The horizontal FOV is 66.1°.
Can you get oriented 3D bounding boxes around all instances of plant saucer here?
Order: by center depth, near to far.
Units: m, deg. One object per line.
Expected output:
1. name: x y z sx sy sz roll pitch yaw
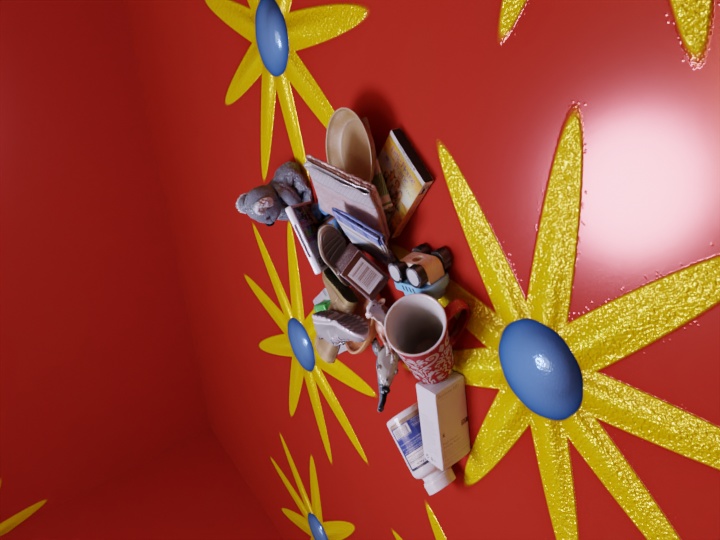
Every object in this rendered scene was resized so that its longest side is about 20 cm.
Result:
1. plant saucer: -0.017 -0.264 1.255 0.199 0.034 0.207 33 131 49
2. plant saucer: 0.006 0.118 1.456 0.199 0.036 0.208 -168 89 -68

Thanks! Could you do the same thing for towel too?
1. towel: -0.030 -0.158 1.246 0.196 0.033 0.193 29 161 26
2. towel: 0.014 -0.073 1.280 0.144 0.024 0.200 32 172 22
3. towel: 0.009 -0.227 1.287 0.151 0.023 0.208 -20 85 62

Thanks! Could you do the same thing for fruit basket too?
1. fruit basket: -0.083 0.156 1.669 0.191 0.091 0.200 66 164 7

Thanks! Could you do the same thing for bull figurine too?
1. bull figurine: 0.069 0.148 1.328 0.200 0.063 0.125 47 -157 -61

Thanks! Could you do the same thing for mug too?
1. mug: 0.156 0.155 1.180 0.202 0.171 0.138 61 -154 -55

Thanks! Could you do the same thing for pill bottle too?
1. pill bottle: 0.157 0.449 1.398 0.204 0.108 0.112 60 148 16

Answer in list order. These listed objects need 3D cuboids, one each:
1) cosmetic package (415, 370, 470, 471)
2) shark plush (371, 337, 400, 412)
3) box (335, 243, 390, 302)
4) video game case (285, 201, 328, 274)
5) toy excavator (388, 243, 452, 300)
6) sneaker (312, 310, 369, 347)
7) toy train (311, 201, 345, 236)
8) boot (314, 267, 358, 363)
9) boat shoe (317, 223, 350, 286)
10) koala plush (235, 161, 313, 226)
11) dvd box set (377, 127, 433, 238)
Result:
1. cosmetic package: 0.195 0.344 1.289 0.073 0.099 0.207 19 124 51
2. shark plush: 0.073 0.264 1.401 0.085 0.087 0.205 100 169 -46
3. box: 0.000 0.000 1.310 0.099 0.076 0.200 40 -177 -9
4. video game case: -0.128 -0.093 1.491 0.187 0.022 0.200 65 -166 -5
5. toy excavator: 0.130 0.054 1.245 0.192 0.098 0.206 16 129 55
6. sneaker: -0.046 0.157 1.411 0.197 0.073 0.085 12 112 50
7. toy train: -0.058 -0.146 1.436 0.198 0.085 0.117 -23 93 59
8. boot: -0.087 0.119 1.526 0.177 0.064 0.205 56 133 45
9. boat shoe: -0.069 -0.046 1.436 0.075 0.073 0.206 50 167 47
10. koala plush: -0.254 -0.206 1.604 0.175 0.195 0.191 20 124 52
11. dvd box set: 0.078 -0.190 1.237 0.149 0.029 0.201 60 149 19
